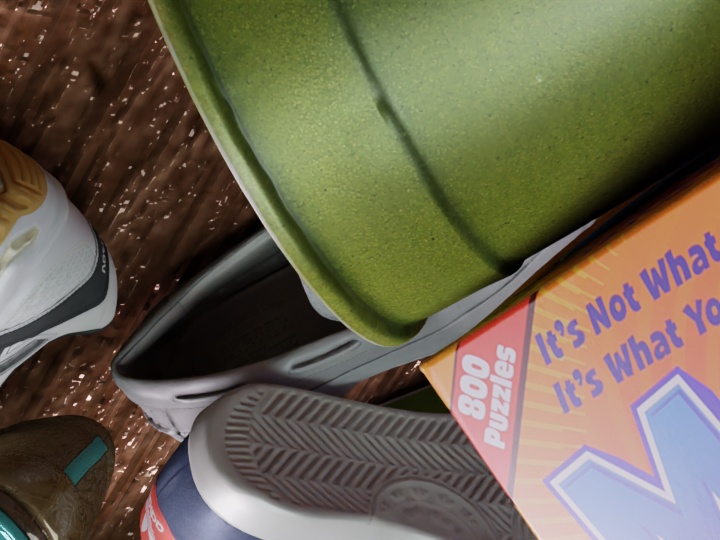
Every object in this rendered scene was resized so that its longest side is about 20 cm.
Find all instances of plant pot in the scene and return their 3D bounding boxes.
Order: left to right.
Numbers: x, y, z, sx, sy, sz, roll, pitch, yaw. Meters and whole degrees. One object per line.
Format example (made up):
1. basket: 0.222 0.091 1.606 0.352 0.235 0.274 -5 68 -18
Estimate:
1. plant pot: 0.058 -0.109 0.635 0.192 0.201 0.200 -22 142 15

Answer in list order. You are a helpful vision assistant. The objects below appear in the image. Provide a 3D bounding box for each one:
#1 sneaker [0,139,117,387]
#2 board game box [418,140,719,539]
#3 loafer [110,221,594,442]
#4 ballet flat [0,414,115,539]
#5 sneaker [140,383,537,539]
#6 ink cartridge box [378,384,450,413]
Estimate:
1. sneaker: -0.169 0.041 0.825 0.199 0.076 0.088 -32 140 14
2. board game box: 0.183 0.027 0.652 0.200 0.200 0.200 -35 180 40
3. loafer: 0.000 0.000 0.859 0.200 0.070 0.070 -36 147 18
4. ballet flat: -0.151 0.089 0.881 0.200 0.072 0.068 -25 107 49
5. sneaker: 0.010 0.098 0.894 0.199 0.075 0.085 20 137 -29
6. ink cartridge box: 0.063 0.110 1.009 0.199 0.076 0.148 -22 141 -1
